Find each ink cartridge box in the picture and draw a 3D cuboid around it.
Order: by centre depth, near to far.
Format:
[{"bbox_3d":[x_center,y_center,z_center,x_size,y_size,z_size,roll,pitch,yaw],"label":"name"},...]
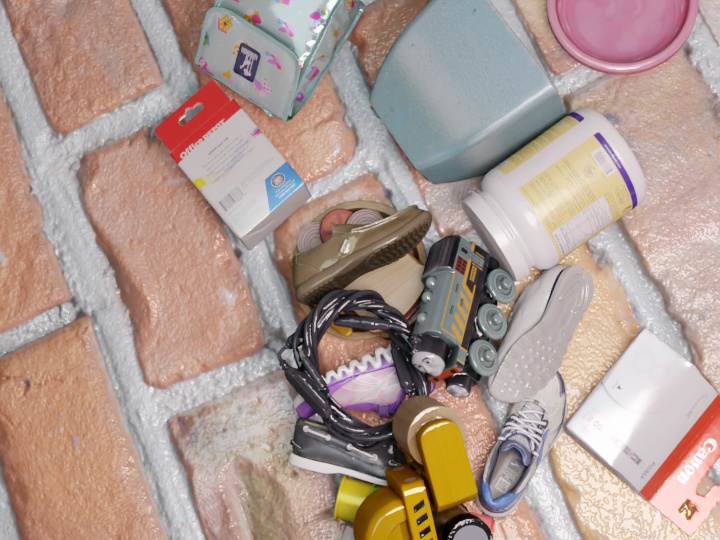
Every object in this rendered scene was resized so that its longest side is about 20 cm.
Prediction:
[{"bbox_3d":[0.376,0.196,1.442,0.199,0.057,0.163,39,84,19],"label":"ink cartridge box"},{"bbox_3d":[-0.173,-0.144,1.584,0.116,0.067,0.201,-40,76,-2],"label":"ink cartridge box"}]

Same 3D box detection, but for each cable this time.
[{"bbox_3d":[0.007,0.123,1.439,0.200,0.051,0.163,45,74,4],"label":"cable"}]

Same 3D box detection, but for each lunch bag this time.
[{"bbox_3d":[-0.116,-0.323,1.589,0.169,0.122,0.202,32,92,11],"label":"lunch bag"}]

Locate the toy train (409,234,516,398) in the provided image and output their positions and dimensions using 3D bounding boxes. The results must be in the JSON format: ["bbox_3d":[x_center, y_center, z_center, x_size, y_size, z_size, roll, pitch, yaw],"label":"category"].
[{"bbox_3d":[0.119,0.054,1.442,0.113,0.085,0.202,32,55,-21],"label":"toy train"}]

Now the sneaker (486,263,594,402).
[{"bbox_3d":[0.214,0.078,1.468,0.076,0.080,0.201,47,71,-29],"label":"sneaker"}]

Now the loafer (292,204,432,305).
[{"bbox_3d":[-0.004,-0.032,1.467,0.198,0.076,0.068,-29,71,-3],"label":"loafer"}]

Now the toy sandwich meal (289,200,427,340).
[{"bbox_3d":[0.000,0.000,1.527,0.202,0.070,0.209,-2,78,8],"label":"toy sandwich meal"}]

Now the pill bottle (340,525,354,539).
[{"bbox_3d":[-0.018,0.419,1.419,0.110,0.111,0.202,21,81,12],"label":"pill bottle"}]

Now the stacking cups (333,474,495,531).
[{"bbox_3d":[0.068,0.305,1.463,0.197,0.061,0.061,12,80,7],"label":"stacking cups"}]

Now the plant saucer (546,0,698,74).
[{"bbox_3d":[0.347,-0.352,1.564,0.197,0.051,0.204,-2,77,8],"label":"plant saucer"}]

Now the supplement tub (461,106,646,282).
[{"bbox_3d":[0.242,-0.094,1.474,0.199,0.145,0.146,-35,75,0],"label":"supplement tub"}]

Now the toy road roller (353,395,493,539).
[{"bbox_3d":[0.057,0.258,1.347,0.144,0.123,0.203,-15,96,-11],"label":"toy road roller"}]

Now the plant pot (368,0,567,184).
[{"bbox_3d":[0.127,-0.222,1.503,0.199,0.196,0.198,-37,75,10],"label":"plant pot"}]

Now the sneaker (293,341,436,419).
[{"bbox_3d":[0.013,0.153,1.493,0.198,0.080,0.090,-24,83,1],"label":"sneaker"}]

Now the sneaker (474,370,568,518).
[{"bbox_3d":[0.203,0.211,1.446,0.076,0.085,0.202,22,81,12],"label":"sneaker"}]

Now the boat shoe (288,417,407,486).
[{"bbox_3d":[0.009,0.228,1.465,0.197,0.076,0.061,10,92,-1],"label":"boat shoe"}]
